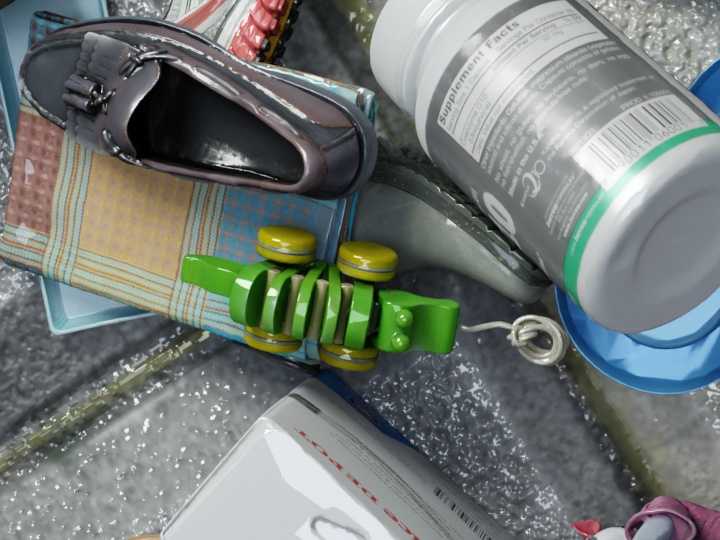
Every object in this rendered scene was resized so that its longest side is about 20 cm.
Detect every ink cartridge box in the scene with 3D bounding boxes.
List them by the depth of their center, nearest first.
[{"bbox_3d":[-0.006,0.136,1.267,0.145,0.200,0.084,42,98,3],"label":"ink cartridge box"}]

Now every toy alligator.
[{"bbox_3d":[0.005,0.022,1.244,0.199,0.054,0.060,12,106,5],"label":"toy alligator"}]

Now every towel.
[{"bbox_3d":[-0.095,-0.045,1.308,0.199,0.022,0.148,16,107,20],"label":"towel"}]

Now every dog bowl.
[{"bbox_3d":[0.187,-0.029,1.302,0.111,0.050,0.200,40,99,3],"label":"dog bowl"}]

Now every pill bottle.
[{"bbox_3d":[0.098,-0.070,1.243,0.113,0.113,0.200,-49,53,9],"label":"pill bottle"}]

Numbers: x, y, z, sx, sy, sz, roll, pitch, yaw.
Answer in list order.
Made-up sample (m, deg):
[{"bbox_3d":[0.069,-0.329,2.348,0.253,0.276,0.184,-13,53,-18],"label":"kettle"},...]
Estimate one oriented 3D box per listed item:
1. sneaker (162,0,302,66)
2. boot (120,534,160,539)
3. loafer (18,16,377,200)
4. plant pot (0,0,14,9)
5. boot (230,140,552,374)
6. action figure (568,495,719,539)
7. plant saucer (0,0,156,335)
[{"bbox_3d":[-0.061,-0.180,1.312,0.082,0.078,0.201,25,97,7],"label":"sneaker"},{"bbox_3d":[-0.067,0.206,1.303,0.199,0.155,0.077,29,98,5],"label":"boot"},{"bbox_3d":[-0.090,-0.080,1.252,0.199,0.063,0.072,17,108,21],"label":"loafer"},{"bbox_3d":[-0.274,-0.176,1.293,0.197,0.200,0.201,-25,91,2],"label":"plant pot"},{"bbox_3d":[0.000,0.000,1.319,0.199,0.068,0.131,31,102,23],"label":"boot"},{"bbox_3d":[0.197,0.145,1.289,0.199,0.134,0.149,12,54,33],"label":"action figure"},{"bbox_3d":[-0.154,-0.070,1.364,0.069,0.019,0.201,-11,92,9],"label":"plant saucer"}]
